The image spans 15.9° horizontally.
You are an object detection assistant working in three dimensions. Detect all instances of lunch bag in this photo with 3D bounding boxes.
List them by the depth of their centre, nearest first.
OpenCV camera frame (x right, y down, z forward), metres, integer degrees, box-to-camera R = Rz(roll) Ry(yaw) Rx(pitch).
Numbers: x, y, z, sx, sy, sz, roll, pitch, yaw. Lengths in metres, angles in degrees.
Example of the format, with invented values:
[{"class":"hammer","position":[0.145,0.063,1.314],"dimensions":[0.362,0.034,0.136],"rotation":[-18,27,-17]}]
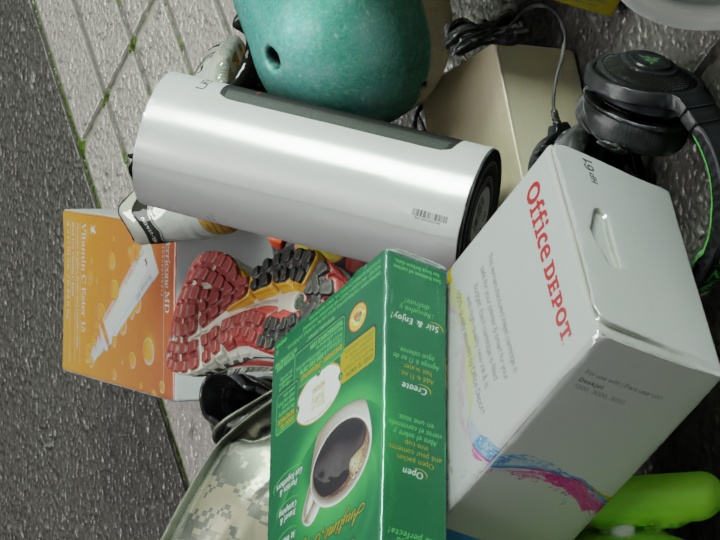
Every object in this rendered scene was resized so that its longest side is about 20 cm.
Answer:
[{"class":"lunch bag","position":[-0.029,0.153,1.514],"dimensions":[0.117,0.164,0.201],"rotation":[26,83,24]}]

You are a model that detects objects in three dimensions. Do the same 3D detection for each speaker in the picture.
[{"class":"speaker","position":[-0.026,-0.052,1.451],"dimensions":[0.199,0.081,0.082],"rotation":[14,108,15]}]

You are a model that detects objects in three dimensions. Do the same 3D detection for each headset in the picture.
[{"class":"headset","position":[0.127,-0.070,1.411],"dimensions":[0.200,0.094,0.124],"rotation":[55,133,26]}]

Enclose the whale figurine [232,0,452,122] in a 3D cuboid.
[{"class":"whale figurine","position":[-0.040,-0.166,1.504],"dimensions":[0.200,0.104,0.159],"rotation":[45,142,17]}]

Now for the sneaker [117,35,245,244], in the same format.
[{"class":"sneaker","position":[-0.120,-0.093,1.783],"dimensions":[0.200,0.087,0.076],"rotation":[-77,-33,-53]}]

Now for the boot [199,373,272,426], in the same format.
[{"class":"boot","position":[-0.052,0.087,1.688],"dimensions":[0.200,0.131,0.070],"rotation":[13,88,58]}]

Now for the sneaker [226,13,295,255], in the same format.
[{"class":"sneaker","position":[-0.054,-0.094,1.731],"dimensions":[0.074,0.087,0.201],"rotation":[7,97,51]}]

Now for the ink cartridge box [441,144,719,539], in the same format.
[{"class":"ink cartridge box","position":[0.090,0.056,1.349],"dimensions":[0.200,0.084,0.145],"rotation":[-53,30,34]}]

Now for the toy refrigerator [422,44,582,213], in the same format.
[{"class":"toy refrigerator","position":[0.100,-0.024,1.494],"dimensions":[0.076,0.070,0.201],"rotation":[-30,65,49]}]

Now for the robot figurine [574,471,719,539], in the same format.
[{"class":"robot figurine","position":[0.151,0.197,1.361],"dimensions":[0.200,0.115,0.177],"rotation":[14,113,60]}]

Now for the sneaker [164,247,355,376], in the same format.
[{"class":"sneaker","position":[-0.049,0.036,1.532],"dimensions":[0.200,0.082,0.078],"rotation":[1,72,55]}]

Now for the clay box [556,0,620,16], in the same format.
[{"class":"clay box","position":[0.051,-0.209,1.434],"dimensions":[0.048,0.199,0.115],"rotation":[-59,41,23]}]

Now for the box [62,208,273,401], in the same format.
[{"class":"box","position":[-0.135,0.021,1.876],"dimensions":[0.200,0.097,0.125],"rotation":[8,98,60]}]

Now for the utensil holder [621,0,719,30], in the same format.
[{"class":"utensil holder","position":[0.170,-0.247,1.264],"dimensions":[0.170,0.169,0.201],"rotation":[-56,43,45]}]

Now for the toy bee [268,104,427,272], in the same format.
[{"class":"toy bee","position":[0.000,0.000,1.623],"dimensions":[0.108,0.131,0.201],"rotation":[1,85,18]}]

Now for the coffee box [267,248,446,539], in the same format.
[{"class":"coffee box","position":[-0.003,0.104,1.351],"dimensions":[0.123,0.044,0.201],"rotation":[-41,39,45]}]
